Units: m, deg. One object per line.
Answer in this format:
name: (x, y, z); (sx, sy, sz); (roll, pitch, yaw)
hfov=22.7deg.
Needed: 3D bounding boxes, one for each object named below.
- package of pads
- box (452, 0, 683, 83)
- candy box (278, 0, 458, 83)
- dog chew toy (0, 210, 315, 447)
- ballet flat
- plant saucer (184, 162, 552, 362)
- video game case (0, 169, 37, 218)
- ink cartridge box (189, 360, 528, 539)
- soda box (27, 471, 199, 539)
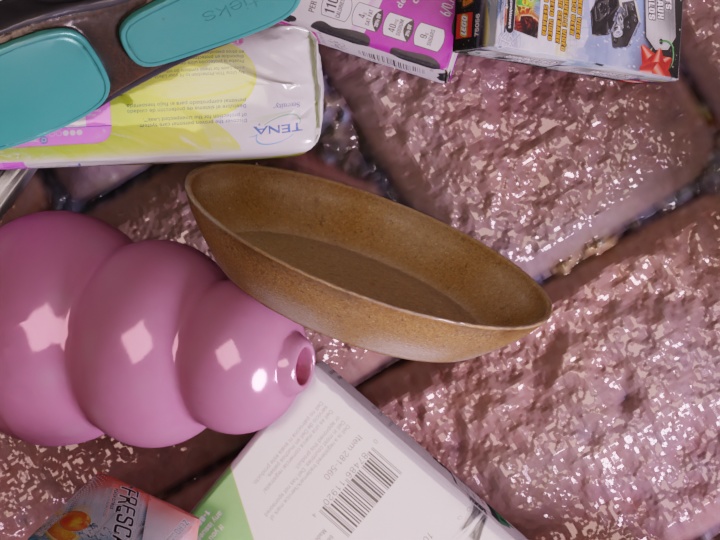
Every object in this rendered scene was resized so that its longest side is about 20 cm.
package of pads: (-0.120, -0.089, 0.928); (0.198, 0.155, 0.069); (-3, 93, -5)
box: (0.116, -0.208, 0.954); (0.136, 0.040, 0.202); (5, 88, -36)
candy box: (-0.025, -0.199, 0.986); (0.198, 0.061, 0.138); (17, 89, 4)
dog chew toy: (-0.116, 0.036, 0.935); (0.198, 0.124, 0.126); (7, 89, 24)
ballet flat: (-0.122, -0.115, 0.828); (0.198, 0.073, 0.074); (-23, 88, -2)
plant saucer: (0.000, 0.000, 0.919); (0.199, 0.200, 0.036); (21, 105, 3)
video game case: (-0.250, -0.134, 1.016); (0.199, 0.018, 0.144); (37, 91, 2)
ink cartridge box: (0.006, 0.168, 0.964); (0.200, 0.084, 0.146); (41, 91, 3)
soda box: (-0.135, 0.207, 0.926); (0.063, 0.068, 0.201); (22, 124, 17)
